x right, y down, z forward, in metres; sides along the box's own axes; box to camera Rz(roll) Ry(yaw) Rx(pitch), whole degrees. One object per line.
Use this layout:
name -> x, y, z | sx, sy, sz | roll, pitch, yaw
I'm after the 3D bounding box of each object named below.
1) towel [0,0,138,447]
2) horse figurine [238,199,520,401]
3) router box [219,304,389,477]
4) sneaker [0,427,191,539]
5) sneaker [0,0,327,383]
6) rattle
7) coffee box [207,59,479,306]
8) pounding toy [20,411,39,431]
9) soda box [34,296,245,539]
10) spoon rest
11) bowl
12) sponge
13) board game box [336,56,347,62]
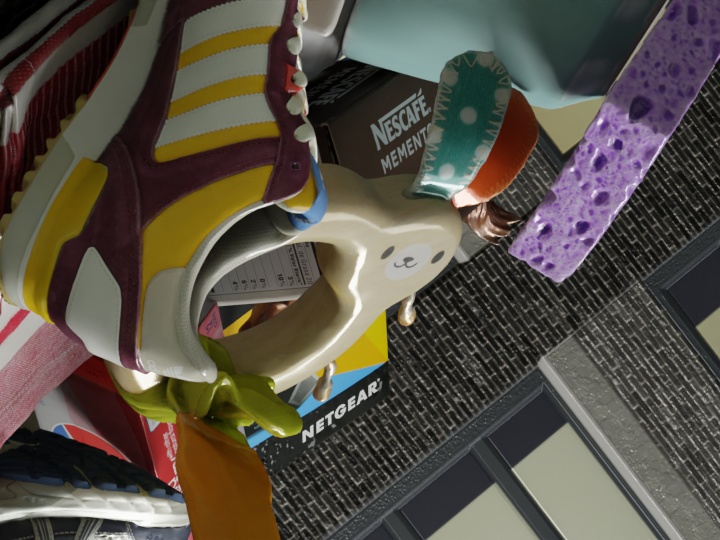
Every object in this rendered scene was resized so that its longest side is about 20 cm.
towel -> -0.100, -0.030, 0.829 | 0.144, 0.023, 0.200 | -48, 161, -43
horse figurine -> 0.000, 0.000, 1.127 | 0.200, 0.050, 0.133 | -40, 156, -27
router box -> -0.072, 0.046, 1.173 | 0.200, 0.051, 0.149 | -33, 135, -34
sneaker -> -0.153, 0.111, 0.902 | 0.200, 0.085, 0.077 | 5, -167, -43
sneaker -> -0.039, -0.058, 0.767 | 0.200, 0.090, 0.075 | -62, 167, -5
rattle -> 0.008, 0.020, 0.864 | 0.200, 0.130, 0.143 | -23, -138, -11
coffee box -> -0.061, -0.038, 1.032 | 0.200, 0.080, 0.113 | -5, -161, 31
pounding toy -> -0.255, 0.109, 1.171 | 0.200, 0.184, 0.142 | -37, -167, 31
soda box -> -0.096, 0.083, 1.029 | 0.063, 0.070, 0.200 | -54, 154, -31
spoon rest -> -0.030, -0.120, 0.928 | 0.200, 0.061, 0.099 | -98, -153, -87
bowl -> 0.088, -0.146, 0.942 | 0.201, 0.105, 0.201 | -56, 176, -6
sponge -> 0.132, -0.094, 0.907 | 0.200, 0.030, 0.112 | -55, 176, -33
board game box -> -0.062, -0.064, 1.269 | 0.151, 0.037, 0.200 | -32, -178, 28
